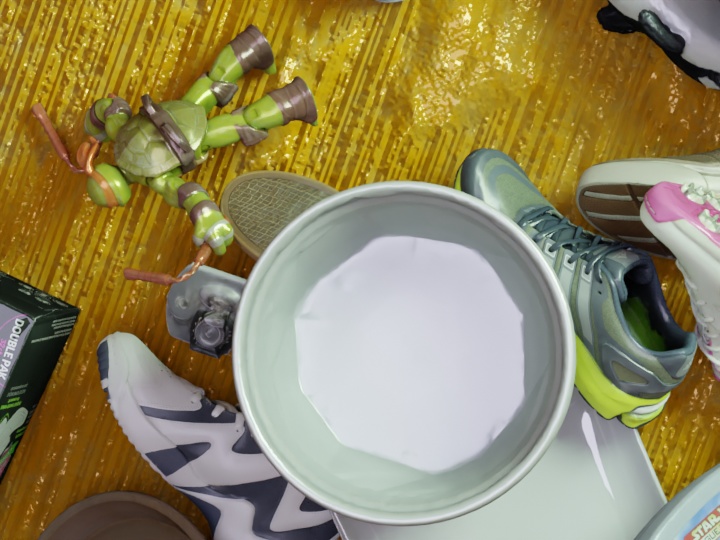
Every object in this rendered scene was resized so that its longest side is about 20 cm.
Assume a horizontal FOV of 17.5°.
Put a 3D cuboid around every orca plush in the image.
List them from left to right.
[{"bbox_3d":[0.162,-0.169,1.452,0.200,0.105,0.071,28,136,-18],"label":"orca plush"}]

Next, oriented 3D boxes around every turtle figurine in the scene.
[{"bbox_3d":[-0.118,-0.090,1.473,0.161,0.064,0.200,-35,48,-11],"label":"turtle figurine"}]

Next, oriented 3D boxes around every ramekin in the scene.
[{"bbox_3d":[0.029,0.050,1.389,0.200,0.105,0.201,0,87,7],"label":"ramekin"}]

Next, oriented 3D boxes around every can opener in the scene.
[{"bbox_3d":[-0.028,0.042,1.486,0.200,0.067,0.053,18,108,3],"label":"can opener"}]

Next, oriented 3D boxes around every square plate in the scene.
[{"bbox_3d":[0.105,0.187,1.477,0.200,0.028,0.198,-25,93,-6],"label":"square plate"}]

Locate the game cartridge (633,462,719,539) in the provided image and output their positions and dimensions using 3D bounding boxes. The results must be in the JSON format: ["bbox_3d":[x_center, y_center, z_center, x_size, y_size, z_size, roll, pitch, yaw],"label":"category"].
[{"bbox_3d":[0.236,0.188,1.421,0.200,0.042,0.133,-36,92,-32],"label":"game cartridge"}]

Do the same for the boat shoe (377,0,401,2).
[{"bbox_3d":[0.036,-0.268,1.466,0.073,0.067,0.201,7,93,6],"label":"boat shoe"}]

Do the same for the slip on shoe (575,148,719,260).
[{"bbox_3d":[0.237,-0.051,1.458,0.199,0.076,0.061,2,51,16],"label":"slip on shoe"}]

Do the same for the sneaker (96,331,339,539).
[{"bbox_3d":[-0.068,0.097,1.488,0.129,0.079,0.199,-36,88,5],"label":"sneaker"}]

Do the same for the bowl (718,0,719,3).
[{"bbox_3d":[0.292,-0.194,1.409,0.200,0.105,0.201,1,84,-5],"label":"bowl"}]

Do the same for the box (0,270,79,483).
[{"bbox_3d":[-0.295,0.086,1.491,0.148,0.124,0.200,25,94,5],"label":"box"}]

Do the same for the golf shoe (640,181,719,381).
[{"bbox_3d":[0.231,0.024,1.425,0.200,0.075,0.092,37,112,-24],"label":"golf shoe"}]

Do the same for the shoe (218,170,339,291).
[{"bbox_3d":[0.000,0.000,1.484,0.200,0.053,0.070,26,69,4],"label":"shoe"}]

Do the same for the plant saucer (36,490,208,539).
[{"bbox_3d":[-0.149,0.241,1.486,0.200,0.029,0.201,-7,78,36],"label":"plant saucer"}]

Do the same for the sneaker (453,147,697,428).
[{"bbox_3d":[0.137,-0.002,1.445,0.200,0.074,0.081,49,138,5],"label":"sneaker"}]
